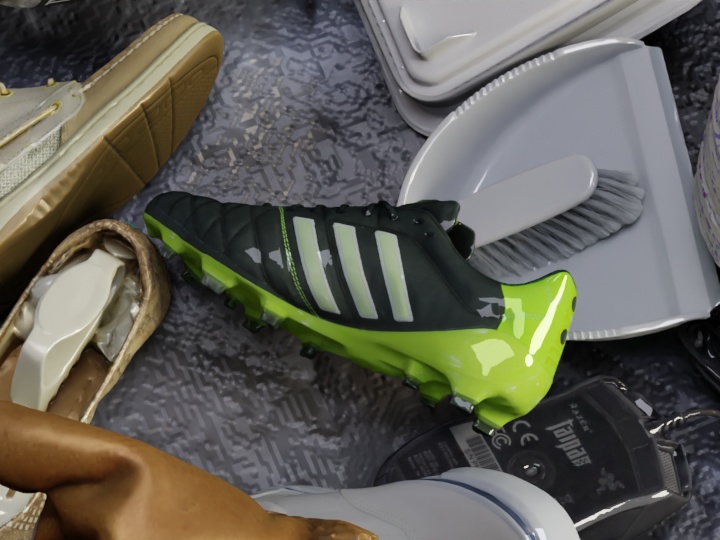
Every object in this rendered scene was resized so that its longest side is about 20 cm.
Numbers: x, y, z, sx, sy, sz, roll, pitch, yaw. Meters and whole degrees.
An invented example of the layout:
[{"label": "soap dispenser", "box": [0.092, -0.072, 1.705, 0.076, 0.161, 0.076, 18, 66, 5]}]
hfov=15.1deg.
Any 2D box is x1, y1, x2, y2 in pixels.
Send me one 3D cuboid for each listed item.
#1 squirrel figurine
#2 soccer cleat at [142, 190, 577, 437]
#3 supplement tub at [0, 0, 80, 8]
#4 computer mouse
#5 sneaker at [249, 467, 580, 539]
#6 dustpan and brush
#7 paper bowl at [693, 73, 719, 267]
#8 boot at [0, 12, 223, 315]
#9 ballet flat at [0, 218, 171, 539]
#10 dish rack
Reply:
[{"label": "squirrel figurine", "box": [-0.072, 0.173, 0.973, 0.200, 0.142, 0.187, 15, 71, 10]}, {"label": "soccer cleat", "box": [0.000, 0.000, 1.156, 0.200, 0.068, 0.081, 24, 77, 23]}, {"label": "supplement tub", "box": [-0.109, -0.185, 1.217, 0.200, 0.123, 0.123, -12, 64, -22]}, {"label": "computer mouse", "box": [0.111, 0.107, 1.146, 0.200, 0.046, 0.141, -24, 63, -22]}, {"label": "sneaker", "box": [0.002, 0.121, 1.068, 0.071, 0.200, 0.073, -18, 96, -41]}, {"label": "dustpan and brush", "box": [0.045, -0.017, 1.192, 0.200, 0.057, 0.140, -22, 65, 23]}, {"label": "paper bowl", "box": [0.241, -0.027, 1.156, 0.200, 0.104, 0.201, 5, 45, -5]}, {"label": "boot", "box": [-0.175, -0.076, 1.219, 0.155, 0.072, 0.200, 40, 74, 19]}, {"label": "ballet flat", "box": [-0.147, 0.058, 1.157, 0.070, 0.065, 0.200, 23, 67, 10]}, {"label": "dish rack", "box": [0.058, -0.178, 1.244, 0.171, 0.044, 0.200, -30, 64, 16]}]
